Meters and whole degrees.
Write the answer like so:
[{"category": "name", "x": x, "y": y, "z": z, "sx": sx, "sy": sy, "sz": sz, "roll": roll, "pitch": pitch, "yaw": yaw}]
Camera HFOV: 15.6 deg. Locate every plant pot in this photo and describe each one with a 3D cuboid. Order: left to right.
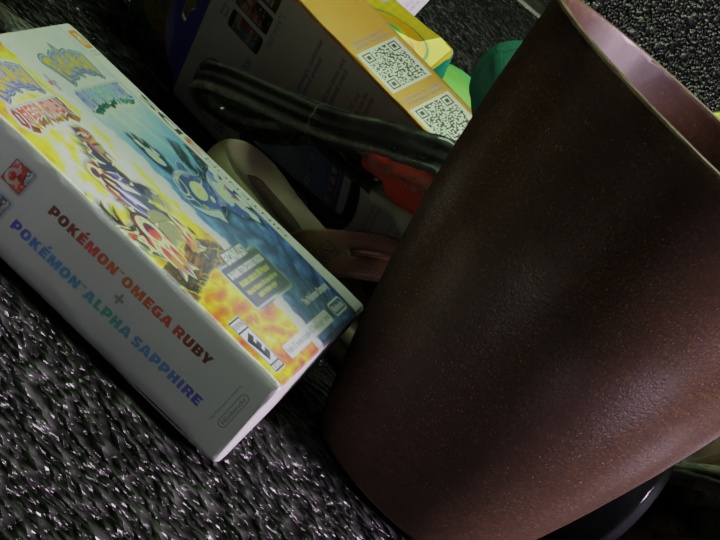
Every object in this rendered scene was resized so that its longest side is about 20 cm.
[{"category": "plant pot", "x": 0.083, "y": 0.022, "z": 1.089, "sx": 0.187, "sy": 0.200, "sz": 0.187, "roll": 40, "pitch": 13, "yaw": -11}]

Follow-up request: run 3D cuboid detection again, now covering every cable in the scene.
[{"category": "cable", "x": -0.011, "y": -0.052, "z": 1.231, "sx": 0.199, "sy": 0.051, "sz": 0.097, "roll": 22, "pitch": -10, "yaw": 24}]

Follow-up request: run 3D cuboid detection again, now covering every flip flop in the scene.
[{"category": "flip flop", "x": 0.000, "y": 0.000, "z": 1.236, "sx": 0.200, "sy": 0.058, "sz": 0.081, "roll": 50, "pitch": 13, "yaw": 27}]

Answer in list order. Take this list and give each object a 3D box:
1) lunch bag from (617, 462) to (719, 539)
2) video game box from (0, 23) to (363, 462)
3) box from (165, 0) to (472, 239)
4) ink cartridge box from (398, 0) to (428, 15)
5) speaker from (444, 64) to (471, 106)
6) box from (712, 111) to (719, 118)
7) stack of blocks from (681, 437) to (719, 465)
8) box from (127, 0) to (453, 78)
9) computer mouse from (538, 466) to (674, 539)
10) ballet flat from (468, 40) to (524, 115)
[{"category": "lunch bag", "x": 0.220, "y": 0.161, "z": 1.278, "sx": 0.200, "sy": 0.118, "sz": 0.164, "roll": 41, "pitch": 11, "yaw": 24}, {"category": "video game box", "x": -0.090, "y": -0.019, "z": 1.041, "sx": 0.182, "sy": 0.047, "sz": 0.200, "roll": 41, "pitch": 12, "yaw": 1}, {"category": "box", "x": -0.019, "y": -0.082, "z": 1.319, "sx": 0.041, "sy": 0.119, "sz": 0.200, "roll": -27, "pitch": 67, "yaw": -38}, {"category": "ink cartridge box", "x": -0.041, "y": -0.198, "z": 1.574, "sx": 0.083, "sy": 0.147, "sz": 0.200, "roll": 52, "pitch": 15, "yaw": 28}, {"category": "speaker", "x": 0.009, "y": -0.098, "z": 1.543, "sx": 0.089, "sy": 0.088, "sz": 0.200, "roll": 49, "pitch": 13, "yaw": 24}, {"category": "box", "x": 0.099, "y": -0.044, "z": 1.388, "sx": 0.199, "sy": 0.122, "sz": 0.048, "roll": -8, "pitch": 83, "yaw": -40}, {"category": "stack of blocks", "x": 0.206, "y": 0.079, "z": 1.434, "sx": 0.200, "sy": 0.058, "sz": 0.115, "roll": 52, "pitch": 42, "yaw": -16}, {"category": "box", "x": -0.050, "y": -0.136, "z": 1.393, "sx": 0.200, "sy": 0.048, "sz": 0.118, "roll": 43, "pitch": -33, "yaw": 14}, {"category": "computer mouse", "x": 0.102, "y": 0.062, "z": 1.237, "sx": 0.053, "sy": 0.138, "sz": 0.200, "roll": 48, "pitch": 21, "yaw": -16}, {"category": "ballet flat", "x": 0.108, "y": -0.056, "z": 1.257, "sx": 0.200, "sy": 0.067, "sz": 0.071, "roll": 40, "pitch": 33, "yaw": -57}]
